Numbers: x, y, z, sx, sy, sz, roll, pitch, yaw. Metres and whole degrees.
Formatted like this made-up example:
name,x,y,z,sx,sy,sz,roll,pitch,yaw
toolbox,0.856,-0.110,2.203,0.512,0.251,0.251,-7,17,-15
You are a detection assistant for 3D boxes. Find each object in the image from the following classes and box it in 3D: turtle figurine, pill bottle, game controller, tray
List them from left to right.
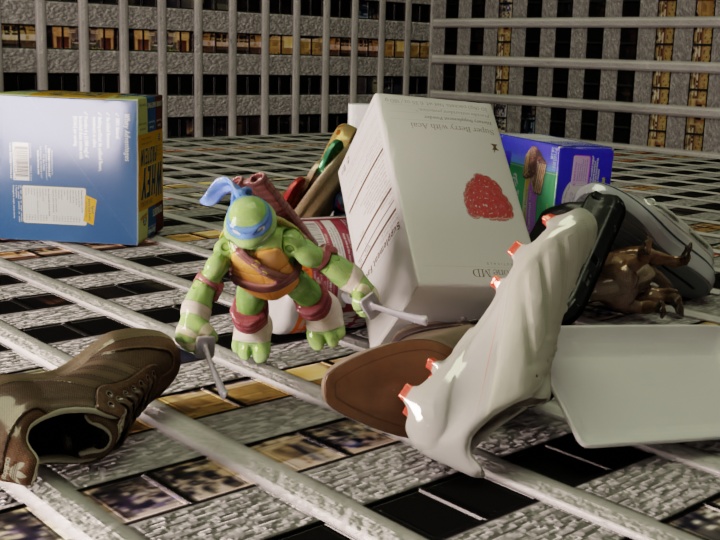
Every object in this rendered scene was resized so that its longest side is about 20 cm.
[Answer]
name,x,y,z,sx,sy,sz,roll,pitch,yaw
turtle figurine,-0.062,0.041,0.815,0.200,0.144,0.194,45,-11,18
pill bottle,0.000,0.000,1.032,0.198,0.111,0.109,-4,13,-26
game controller,0.196,-0.007,1.049,0.104,0.042,0.200,-22,24,44
tray,0.213,0.085,0.758,0.198,0.022,0.108,1,42,-25

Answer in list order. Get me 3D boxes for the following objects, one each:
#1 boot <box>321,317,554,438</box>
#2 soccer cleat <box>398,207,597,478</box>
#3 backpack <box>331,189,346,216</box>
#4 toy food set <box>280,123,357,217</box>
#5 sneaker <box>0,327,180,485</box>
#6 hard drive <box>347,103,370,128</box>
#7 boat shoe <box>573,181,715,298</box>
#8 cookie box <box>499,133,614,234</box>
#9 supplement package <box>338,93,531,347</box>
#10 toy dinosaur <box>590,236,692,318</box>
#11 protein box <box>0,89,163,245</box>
name,x,y,z,sx,sy,sz,roll,pitch,yaw
boot,0.051,0.073,0.804,0.198,0.071,0.146,4,9,-17
soccer cleat,0.108,0.047,0.703,0.077,0.200,0.069,34,-13,23
backpack,0.085,-0.074,1.216,0.181,0.136,0.200,9,35,34
toy food set,-0.066,-0.071,1.202,0.048,0.201,0.198,36,25,2
sneaker,-0.177,0.096,0.700,0.075,0.071,0.199,30,26,24
hard drive,0.047,-0.108,1.334,0.131,0.202,0.026,1,12,-3
boat shoe,0.319,-0.045,1.184,0.200,0.067,0.073,37,-38,-20
cookie box,0.221,-0.075,1.278,0.075,0.173,0.200,2,10,-15
supplement package,0.066,-0.040,0.939,0.120,0.201,0.120,2,-33,-21
toy dinosaur,0.271,0.005,1.130,0.135,0.087,0.199,2,4,40
protein box,-0.388,-0.147,1.469,0.198,0.200,0.135,3,12,3
